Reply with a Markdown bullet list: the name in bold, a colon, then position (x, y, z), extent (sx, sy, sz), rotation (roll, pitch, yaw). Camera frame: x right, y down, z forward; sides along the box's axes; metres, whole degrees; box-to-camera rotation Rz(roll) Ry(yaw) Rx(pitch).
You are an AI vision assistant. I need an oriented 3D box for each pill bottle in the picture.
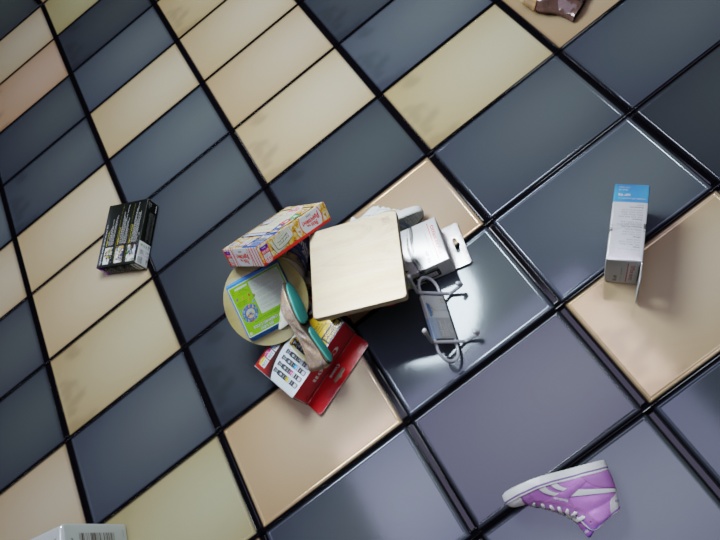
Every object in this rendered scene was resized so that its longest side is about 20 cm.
- **pill bottle**: position (-0.177, -0.048, 1.411), extent (0.109, 0.112, 0.202), rotation (-13, 41, 16)

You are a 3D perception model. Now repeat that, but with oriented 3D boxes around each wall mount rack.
- **wall mount rack**: position (0.158, 0.084, 1.214), extent (0.075, 0.171, 0.204), rotation (-42, 54, 44)

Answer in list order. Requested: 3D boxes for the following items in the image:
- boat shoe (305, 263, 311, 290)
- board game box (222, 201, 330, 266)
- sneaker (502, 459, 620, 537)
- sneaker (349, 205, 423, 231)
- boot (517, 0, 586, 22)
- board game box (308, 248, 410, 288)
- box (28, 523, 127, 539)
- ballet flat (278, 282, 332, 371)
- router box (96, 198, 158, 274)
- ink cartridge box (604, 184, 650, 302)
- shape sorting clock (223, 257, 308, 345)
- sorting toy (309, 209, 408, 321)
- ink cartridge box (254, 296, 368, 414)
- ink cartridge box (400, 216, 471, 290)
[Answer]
- **boat shoe**: position (-0.058, 0.027, 1.381), extent (0.197, 0.072, 0.066), rotation (12, 78, 32)
- **board game box**: position (-0.182, -0.079, 1.277), extent (0.199, 0.047, 0.150), rotation (-39, 24, -33)
- **sneaker**: position (0.360, 0.421, 1.047), extent (0.197, 0.073, 0.116), rotation (-20, 66, 13)
- **sneaker**: position (0.054, -0.121, 1.398), extent (0.196, 0.075, 0.089), rotation (-17, 58, 14)
- **boot**: position (0.505, -0.728, 1.485), extent (0.164, 0.072, 0.203), rotation (26, 78, 16)
- **board game box**: position (-0.006, -0.005, 1.296), extent (0.197, 0.057, 0.168), rotation (-23, 56, 10)
- **box**: position (-0.626, 0.676, 1.262), extent (0.169, 0.199, 0.203), rotation (-25, 61, 10)
- **ballet flat**: position (-0.133, 0.126, 1.245), extent (0.066, 0.068, 0.203), rotation (-30, 86, 13)
- **router box**: position (-0.670, -0.098, 1.689), extent (0.146, 0.051, 0.204), rotation (-6, 66, 21)
- **ink cartridge box**: position (0.521, -0.052, 1.152), extent (0.065, 0.116, 0.204), rotation (7, 71, 23)
- **shape sorting clock**: position (-0.210, 0.066, 1.307), extent (0.195, 0.039, 0.205), rotation (0, 92, 9)
- **sorting toy**: position (0.000, 0.000, 1.216), extent (0.196, 0.070, 0.203), rotation (-14, 60, 15)
- **ink cartridge box**: position (-0.108, 0.188, 1.324), extent (0.174, 0.084, 0.202), rotation (31, 82, 29)
- **ink cartridge box**: position (0.138, -0.039, 1.328), extent (0.197, 0.068, 0.118), rotation (-24, 61, 11)
